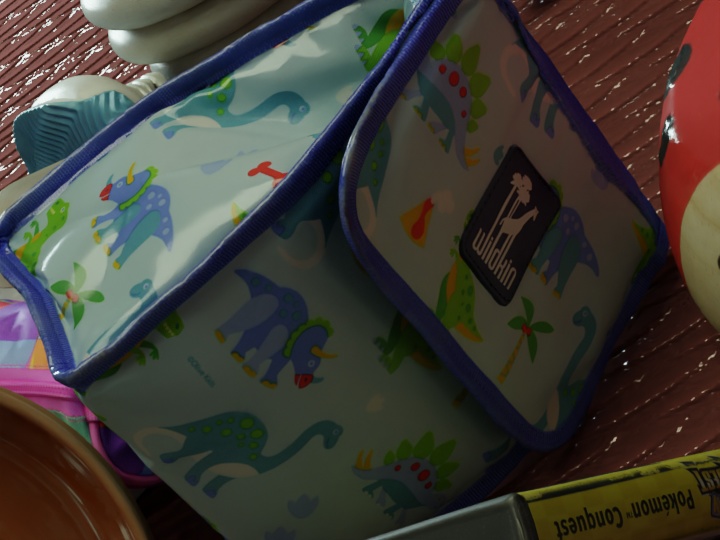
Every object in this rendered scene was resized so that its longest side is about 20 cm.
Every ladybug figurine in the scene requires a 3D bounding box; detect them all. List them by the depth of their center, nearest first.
[{"bbox_3d":[0.156,-0.056,0.963,0.136,0.072,0.200,-36,27,30],"label":"ladybug figurine"}]

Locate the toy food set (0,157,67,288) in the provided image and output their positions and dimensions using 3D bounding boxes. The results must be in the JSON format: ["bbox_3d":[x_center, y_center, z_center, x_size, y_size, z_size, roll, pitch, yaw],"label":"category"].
[{"bbox_3d":[-0.045,-0.035,1.165,0.143,0.061,0.200,-5,16,36],"label":"toy food set"}]

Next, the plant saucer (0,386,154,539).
[{"bbox_3d":[-0.169,0.136,1.027,0.200,0.200,0.032,-42,1,4],"label":"plant saucer"}]

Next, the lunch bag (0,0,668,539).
[{"bbox_3d":[0.000,0.000,0.984,0.200,0.170,0.128,-40,40,0],"label":"lunch bag"}]

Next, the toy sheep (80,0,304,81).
[{"bbox_3d":[-0.088,-0.166,1.362,0.137,0.200,0.138,-29,24,14],"label":"toy sheep"}]

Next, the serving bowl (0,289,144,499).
[{"bbox_3d":[-0.147,0.063,1.232,0.199,0.066,0.201,-22,43,22],"label":"serving bowl"}]

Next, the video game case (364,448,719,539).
[{"bbox_3d":[0.030,0.093,0.853,0.199,0.026,0.180,-22,-10,39],"label":"video game case"}]

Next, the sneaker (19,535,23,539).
[{"bbox_3d":[-0.153,0.180,1.095,0.070,0.082,0.201,38,103,43],"label":"sneaker"}]

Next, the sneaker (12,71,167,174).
[{"bbox_3d":[-0.113,-0.062,1.317,0.081,0.076,0.200,-46,-3,-12],"label":"sneaker"}]

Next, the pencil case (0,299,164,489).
[{"bbox_3d":[-0.155,0.048,1.133,0.199,0.089,0.089,-3,45,38],"label":"pencil case"}]
